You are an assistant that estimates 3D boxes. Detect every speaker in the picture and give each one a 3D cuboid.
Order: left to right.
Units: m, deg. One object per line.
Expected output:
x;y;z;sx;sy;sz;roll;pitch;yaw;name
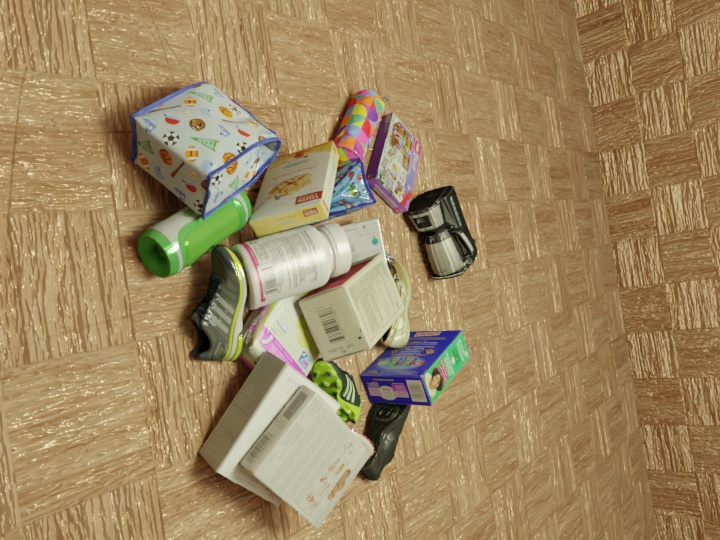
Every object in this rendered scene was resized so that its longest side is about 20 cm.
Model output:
-0.269;-0.070;1.033;0.200;0.087;0.090;-45;116;-45;speaker

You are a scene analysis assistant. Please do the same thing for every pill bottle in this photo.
-0.121;-0.014;1.103;0.197;0.113;0.116;-18;97;-27;pill bottle

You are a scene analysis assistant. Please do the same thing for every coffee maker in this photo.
0.212;-0.107;1.613;0.193;0.132;0.203;-67;137;-64;coffee maker

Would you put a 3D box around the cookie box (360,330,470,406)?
0.126;0.212;1.392;0.199;0.168;0.077;-37;113;-47;cookie box

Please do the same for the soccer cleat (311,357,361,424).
-0.046;0.228;1.253;0.082;0.066;0.202;-77;154;-43;soccer cleat

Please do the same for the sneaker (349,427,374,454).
-0.055;0.335;1.228;0.198;0.080;0.076;33;73;-33;sneaker

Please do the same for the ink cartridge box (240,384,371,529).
-0.085;0.315;1.054;0.162;0.050;0.201;-50;130;-18;ink cartridge box

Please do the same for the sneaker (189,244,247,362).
-0.238;0.059;1.031;0.080;0.073;0.205;-8;105;-43;sneaker

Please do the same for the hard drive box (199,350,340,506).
-0.149;0.268;1.066;0.156;0.076;0.202;44;74;-36;hard drive box

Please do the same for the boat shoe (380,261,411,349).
0.071;0.074;1.424;0.062;0.072;0.206;18;67;-44;boat shoe

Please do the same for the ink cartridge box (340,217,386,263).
0.000;0.000;1.336;0.117;0.042;0.205;-12;90;-12;ink cartridge box

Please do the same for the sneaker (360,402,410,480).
0.051;0.360;1.356;0.201;0.075;0.092;-53;135;-27;sneaker

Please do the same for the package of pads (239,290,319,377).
-0.139;0.113;1.169;0.156;0.067;0.202;55;45;-30;package of pads

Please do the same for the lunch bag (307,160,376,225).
-0.089;-0.126;1.211;0.199;0.148;0.096;-37;110;-47;lunch bag

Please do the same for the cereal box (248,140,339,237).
-0.117;-0.152;1.142;0.202;0.141;0.040;-84;155;-48;cereal box

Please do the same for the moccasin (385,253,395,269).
0.043;-0.006;1.412;0.080;0.067;0.205;7;78;-49;moccasin

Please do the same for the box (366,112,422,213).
0.084;-0.263;1.535;0.136;0.039;0.204;39;54;-38;box

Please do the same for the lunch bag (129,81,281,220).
-0.245;-0.206;1.018;0.169;0.125;0.201;37;50;4;lunch bag

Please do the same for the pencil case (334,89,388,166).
-0.003;-0.317;1.408;0.089;0.087;0.203;46;52;-34;pencil case

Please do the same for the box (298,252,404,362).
-0.012;0.067;1.202;0.130;0.107;0.200;66;28;-8;box
